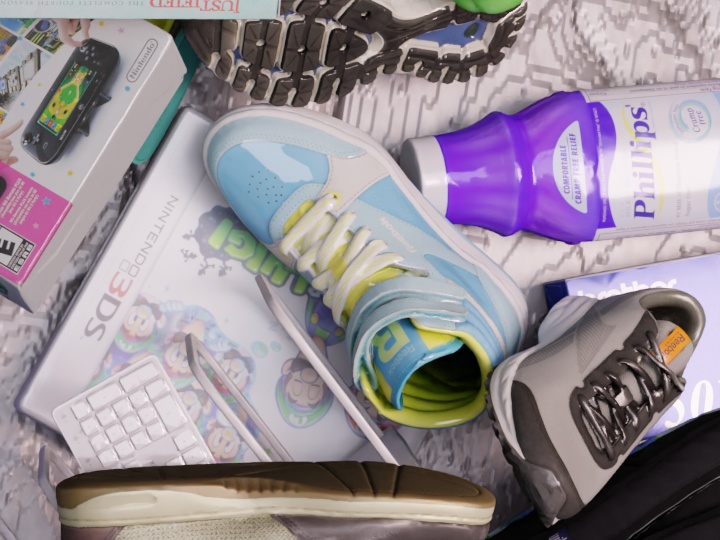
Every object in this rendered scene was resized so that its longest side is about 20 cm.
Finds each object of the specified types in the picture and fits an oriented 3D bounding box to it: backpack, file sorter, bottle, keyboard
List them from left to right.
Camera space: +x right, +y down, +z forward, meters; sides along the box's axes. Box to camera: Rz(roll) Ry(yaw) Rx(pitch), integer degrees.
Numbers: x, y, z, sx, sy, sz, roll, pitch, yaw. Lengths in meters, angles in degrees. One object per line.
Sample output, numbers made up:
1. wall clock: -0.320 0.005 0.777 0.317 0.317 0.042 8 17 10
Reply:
1. file sorter: -0.084 0.114 1.376 0.200 0.139 0.125 -38 99 0
2. keyboard: -0.073 0.139 1.306 0.056 0.011 0.200 -29 96 -1
3. bottle: 0.122 -0.056 1.487 0.200 0.065 0.084 -5 91 -13
4. backpack: 0.166 0.152 1.362 0.200 0.163 0.154 -45 130 11

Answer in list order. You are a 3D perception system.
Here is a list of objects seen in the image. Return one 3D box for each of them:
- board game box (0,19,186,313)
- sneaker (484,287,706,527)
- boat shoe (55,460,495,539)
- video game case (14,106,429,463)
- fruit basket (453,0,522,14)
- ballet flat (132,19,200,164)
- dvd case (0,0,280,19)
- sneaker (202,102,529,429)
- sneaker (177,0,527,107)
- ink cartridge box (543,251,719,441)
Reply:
1. board game box: -0.210 -0.095 1.381 0.200 0.064 0.148 30 81 9
2. sneaker: 0.118 0.057 1.372 0.079 0.200 0.074 -20 106 27
3. boat shoe: -0.039 0.124 1.276 0.200 0.072 0.066 1 98 -7
4. video game case: -0.052 0.041 1.465 0.200 0.024 0.182 30 82 -11
5. fruit basket: 0.115 -0.219 1.420 0.155 0.216 0.216 8 87 -13
6. ballet flat: -0.093 -0.148 1.445 0.067 0.067 0.200 31 82 20
7. dvd case: -0.126 -0.188 1.383 0.146 0.200 0.022 0 131 -13
8. sneaker: 0.000 0.000 1.393 0.200 0.131 0.080 36 112 -8
9. sneaker: -0.014 -0.141 1.439 0.200 0.089 0.079 -4 134 -37
10. ink cartridge box: 0.207 0.035 1.516 0.200 0.044 0.094 -9 89 -13
